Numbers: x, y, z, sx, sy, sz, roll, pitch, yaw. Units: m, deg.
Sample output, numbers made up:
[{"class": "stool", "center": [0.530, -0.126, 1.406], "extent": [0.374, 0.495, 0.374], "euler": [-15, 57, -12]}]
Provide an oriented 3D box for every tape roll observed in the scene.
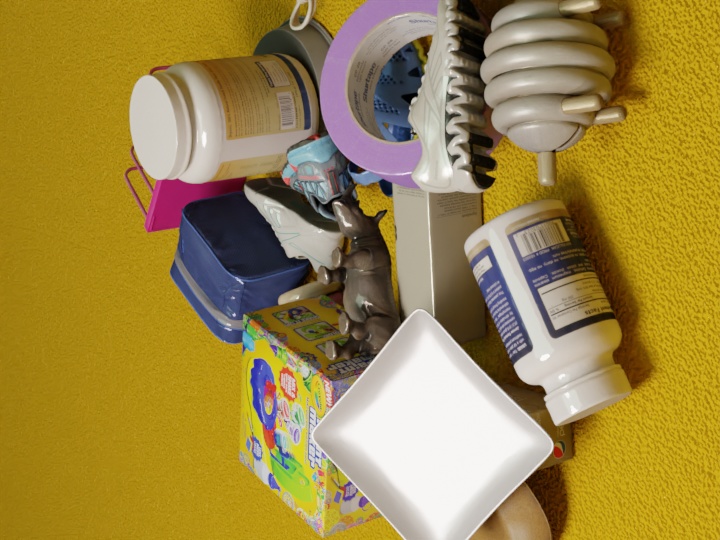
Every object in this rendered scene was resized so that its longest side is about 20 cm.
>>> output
[{"class": "tape roll", "center": [0.059, -0.190, 1.289], "extent": [0.198, 0.065, 0.203], "euler": [-6, 77, 27]}]

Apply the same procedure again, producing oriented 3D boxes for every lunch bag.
[{"class": "lunch bag", "center": [-0.161, 0.006, 1.689], "extent": [0.200, 0.135, 0.133], "euler": [50, 138, 35]}]

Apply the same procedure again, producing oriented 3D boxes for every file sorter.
[{"class": "file sorter", "center": [-0.241, -0.177, 1.748], "extent": [0.126, 0.138, 0.201], "euler": [56, 140, 31]}]

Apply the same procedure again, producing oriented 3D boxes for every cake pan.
[{"class": "cake pan", "center": [-0.084, -0.221, 1.596], "extent": [0.199, 0.036, 0.203], "euler": [22, 117, 50]}]

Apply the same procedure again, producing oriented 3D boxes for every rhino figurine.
[{"class": "rhino figurine", "center": [0.000, 0.000, 1.388], "extent": [0.060, 0.087, 0.203], "euler": [-25, 65, 52]}]

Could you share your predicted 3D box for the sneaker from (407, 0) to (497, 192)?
[{"class": "sneaker", "center": [0.081, -0.171, 1.200], "extent": [0.080, 0.075, 0.203], "euler": [-8, 77, 35]}]

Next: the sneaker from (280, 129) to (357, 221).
[{"class": "sneaker", "center": [-0.047, -0.099, 1.491], "extent": [0.200, 0.079, 0.097], "euler": [80, 167, -84]}]

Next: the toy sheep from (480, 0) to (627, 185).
[{"class": "toy sheep", "center": [0.175, -0.180, 1.155], "extent": [0.137, 0.137, 0.203], "euler": [-11, 72, 56]}]

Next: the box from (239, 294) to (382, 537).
[{"class": "box", "center": [-0.043, 0.164, 1.464], "extent": [0.192, 0.121, 0.202], "euler": [30, 125, 48]}]

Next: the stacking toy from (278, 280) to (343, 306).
[{"class": "stacking toy", "center": [-0.034, 0.113, 1.599], "extent": [0.085, 0.085, 0.202], "euler": [-22, 88, 55]}]

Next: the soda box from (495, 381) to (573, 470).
[{"class": "soda box", "center": [0.139, 0.161, 1.361], "extent": [0.199, 0.067, 0.065], "euler": [9, 107, 54]}]

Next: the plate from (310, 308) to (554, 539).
[{"class": "plate", "center": [0.074, 0.173, 1.295], "extent": [0.200, 0.032, 0.200], "euler": [45, 112, 14]}]

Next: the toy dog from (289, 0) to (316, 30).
[{"class": "toy dog", "center": [-0.076, -0.384, 1.473], "extent": [0.200, 0.095, 0.134], "euler": [-33, 58, 52]}]

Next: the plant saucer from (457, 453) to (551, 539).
[{"class": "plant saucer", "center": [0.121, 0.248, 1.369], "extent": [0.200, 0.035, 0.201], "euler": [38, 152, 24]}]

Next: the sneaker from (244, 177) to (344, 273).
[{"class": "sneaker", "center": [-0.092, -0.061, 1.629], "extent": [0.200, 0.070, 0.081], "euler": [38, 132, 43]}]

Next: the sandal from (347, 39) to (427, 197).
[{"class": "sandal", "center": [0.029, -0.173, 1.405], "extent": [0.079, 0.086, 0.203], "euler": [18, 112, 54]}]

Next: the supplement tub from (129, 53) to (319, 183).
[{"class": "supplement tub", "center": [-0.165, -0.184, 1.513], "extent": [0.144, 0.198, 0.146], "euler": [20, 116, 50]}]

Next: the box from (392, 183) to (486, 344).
[{"class": "box", "center": [0.087, -0.021, 1.372], "extent": [0.068, 0.081, 0.203], "euler": [14, 110, 52]}]

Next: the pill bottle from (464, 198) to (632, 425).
[{"class": "pill bottle", "center": [0.187, 0.042, 1.218], "extent": [0.111, 0.110, 0.202], "euler": [-41, 66, 52]}]
